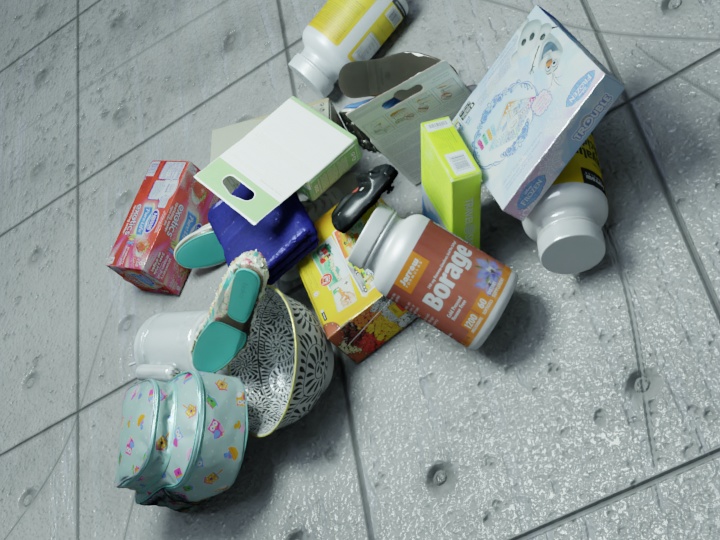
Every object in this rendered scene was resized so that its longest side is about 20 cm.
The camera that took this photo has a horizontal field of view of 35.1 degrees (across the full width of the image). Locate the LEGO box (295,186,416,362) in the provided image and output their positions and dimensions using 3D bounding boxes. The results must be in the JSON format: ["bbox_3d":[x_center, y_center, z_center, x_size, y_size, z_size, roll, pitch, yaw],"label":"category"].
[{"bbox_3d":[0.000,0.000,1.585,0.148,0.077,0.201,-36,46,11],"label":"LEGO box"}]

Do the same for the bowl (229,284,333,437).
[{"bbox_3d":[-0.096,0.123,1.547,0.200,0.093,0.205,-11,78,58],"label":"bowl"}]

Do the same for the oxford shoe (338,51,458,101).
[{"bbox_3d":[0.066,-0.278,1.631,0.197,0.071,0.073,11,106,37],"label":"oxford shoe"}]

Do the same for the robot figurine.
[{"bbox_3d":[-0.256,0.117,1.681,0.197,0.115,0.169,-5,18,36],"label":"robot figurine"}]

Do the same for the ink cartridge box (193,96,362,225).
[{"bbox_3d":[-0.116,-0.148,1.616,0.200,0.048,0.145,-43,56,-18],"label":"ink cartridge box"}]

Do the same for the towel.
[{"bbox_3d":[-0.139,-0.063,1.645,0.147,0.049,0.201,-43,43,13],"label":"towel"}]

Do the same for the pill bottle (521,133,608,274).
[{"bbox_3d":[0.252,-0.101,1.433,0.110,0.111,0.203,-22,52,24],"label":"pill bottle"}]

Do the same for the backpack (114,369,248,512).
[{"bbox_3d":[-0.240,0.224,1.540,0.199,0.152,0.179,-24,55,44],"label":"backpack"}]

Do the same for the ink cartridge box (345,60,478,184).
[{"bbox_3d":[0.091,-0.213,1.566,0.159,0.200,0.051,-26,52,20],"label":"ink cartridge box"}]

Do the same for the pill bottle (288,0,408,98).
[{"bbox_3d":[-0.023,-0.380,1.823,0.201,0.112,0.112,-49,45,-1],"label":"pill bottle"}]

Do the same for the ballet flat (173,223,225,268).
[{"bbox_3d":[-0.204,-0.064,1.803,0.198,0.069,0.070,-26,49,17],"label":"ballet flat"}]

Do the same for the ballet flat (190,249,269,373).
[{"bbox_3d":[-0.171,0.055,1.545,0.201,0.075,0.064,-58,10,30],"label":"ballet flat"}]

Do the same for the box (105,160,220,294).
[{"bbox_3d":[-0.319,-0.071,1.864,0.098,0.095,0.203,4,66,39],"label":"box"}]

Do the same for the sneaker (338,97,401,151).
[{"bbox_3d":[0.054,-0.237,1.711,0.198,0.079,0.090,3,46,39],"label":"sneaker"}]

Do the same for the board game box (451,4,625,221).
[{"bbox_3d":[0.210,-0.198,1.409,0.201,0.043,0.200,-53,34,21],"label":"board game box"}]

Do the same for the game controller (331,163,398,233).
[{"bbox_3d":[0.003,-0.093,1.493,0.105,0.042,0.200,-57,5,1],"label":"game controller"}]

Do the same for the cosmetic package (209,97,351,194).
[{"bbox_3d":[-0.122,-0.184,1.752,0.196,0.104,0.074,-12,54,14],"label":"cosmetic package"}]

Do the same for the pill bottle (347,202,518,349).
[{"bbox_3d":[0.088,0.003,1.424,0.198,0.112,0.113,31,80,2],"label":"pill bottle"}]

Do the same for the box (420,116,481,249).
[{"bbox_3d":[0.118,-0.083,1.495,0.047,0.202,0.123,-15,46,-10],"label":"box"}]

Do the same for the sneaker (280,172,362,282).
[{"bbox_3d":[-0.066,-0.072,1.681,0.200,0.081,0.077,-45,43,3],"label":"sneaker"}]
